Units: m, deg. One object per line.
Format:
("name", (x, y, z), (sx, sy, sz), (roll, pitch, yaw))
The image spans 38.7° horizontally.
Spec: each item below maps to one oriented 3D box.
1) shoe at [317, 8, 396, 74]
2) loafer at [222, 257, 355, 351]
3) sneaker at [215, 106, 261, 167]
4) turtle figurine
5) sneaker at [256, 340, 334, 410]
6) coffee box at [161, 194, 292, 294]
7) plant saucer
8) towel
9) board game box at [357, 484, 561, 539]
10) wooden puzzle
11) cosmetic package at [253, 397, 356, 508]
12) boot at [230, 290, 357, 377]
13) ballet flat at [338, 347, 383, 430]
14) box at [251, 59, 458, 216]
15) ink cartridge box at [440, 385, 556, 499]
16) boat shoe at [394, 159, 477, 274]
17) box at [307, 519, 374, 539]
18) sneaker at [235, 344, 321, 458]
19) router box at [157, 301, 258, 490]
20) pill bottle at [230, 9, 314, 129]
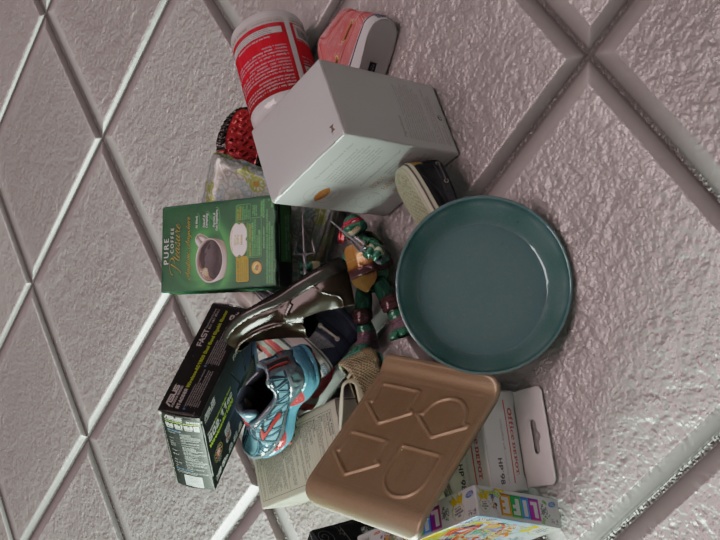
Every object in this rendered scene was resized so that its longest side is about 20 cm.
("shoe", (-0.022, -0.255, 1.397), (0.091, 0.071, 0.203), (30, 104, 46))
("loafer", (-0.090, 0.059, 1.292), (0.199, 0.073, 0.072), (-30, 90, 26))
("sneaker", (-0.166, -0.139, 1.526), (0.096, 0.078, 0.204), (64, -160, -88))
("turtle figurine", (0.000, 0.000, 1.331), (0.149, 0.100, 0.203), (-28, 79, 50))
("sneaker", (-0.098, 0.098, 1.467), (0.087, 0.073, 0.201), (-47, 61, 23))
("coffee box", (-0.183, -0.032, 1.388), (0.197, 0.044, 0.125), (-5, 83, 30))
("plant saucer", (0.138, 0.018, 1.155), (0.196, 0.036, 0.204), (-1, 78, 4))
("towel", (-0.135, -0.055, 1.449), (0.197, 0.048, 0.174), (19, 107, 5))
("board game box", (0.109, 0.296, 1.160), (0.199, 0.133, 0.035), (-36, 50, 41))
("wooden puzzle", (0.051, 0.198, 1.156), (0.184, 0.046, 0.201), (5, 55, 46))
("cosmetic package", (-0.061, 0.251, 1.399), (0.199, 0.072, 0.105), (-29, 66, 43))
("boot", (-0.089, 0.057, 1.411), (0.199, 0.090, 0.073), (40, 160, 22))
("ballet flat", (0.010, 0.201, 1.290), (0.068, 0.074, 0.203), (177, 78, -69))
("box", (-0.007, -0.158, 1.273), (0.152, 0.198, 0.108), (-38, 61, 38))
("ink cartridge box", (0.125, 0.207, 1.200), (0.199, 0.066, 0.118), (-22, 70, 45))
("boat shoe", (0.112, -0.047, 1.231), (0.202, 0.062, 0.075), (62, 157, 11))
("box", (0.025, 0.412, 1.249), (0.200, 0.131, 0.116), (43, 123, 40))
("sneaker", (-0.130, 0.174, 1.340), (0.080, 0.094, 0.202), (53, 133, 33))
("router box", (-0.197, 0.167, 1.377), (0.061, 0.201, 0.151), (8, 134, 12))
("pill bottle", (-0.112, -0.258, 1.461), (0.112, 0.111, 0.203), (-36, 62, 40))
